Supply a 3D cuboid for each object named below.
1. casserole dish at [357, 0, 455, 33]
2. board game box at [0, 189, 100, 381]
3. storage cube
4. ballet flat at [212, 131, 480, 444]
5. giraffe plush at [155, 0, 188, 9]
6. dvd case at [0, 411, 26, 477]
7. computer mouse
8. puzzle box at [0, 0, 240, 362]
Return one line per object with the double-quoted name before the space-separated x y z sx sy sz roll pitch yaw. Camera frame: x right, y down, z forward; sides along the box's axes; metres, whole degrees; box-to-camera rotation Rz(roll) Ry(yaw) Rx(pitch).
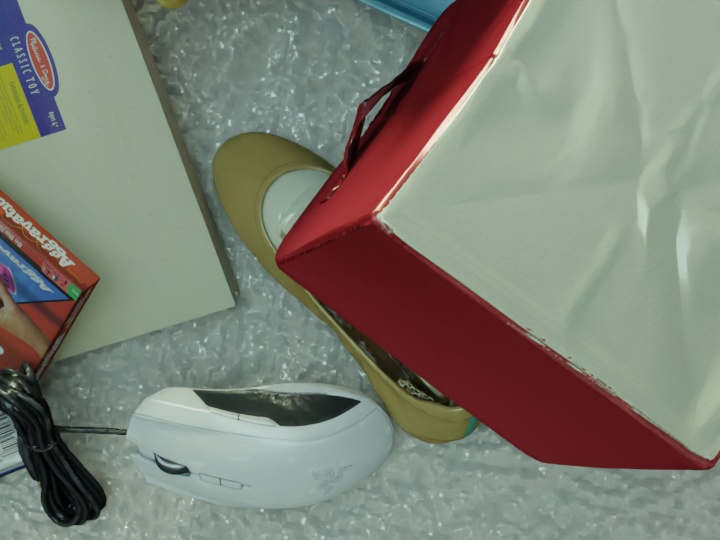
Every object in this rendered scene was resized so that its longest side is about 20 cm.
"casserole dish" 0.028 -0.192 0.840 0.200 0.039 0.121 26 93 7
"board game box" -0.231 -0.025 0.832 0.200 0.019 0.103 41 128 6
"storage cube" 0.094 -0.028 0.719 0.200 0.180 0.171 37 77 -8
"ballet flat" 0.000 0.000 0.826 0.069 0.063 0.200 -40 86 -16
"giraffe plush" -0.121 -0.210 0.749 0.200 0.172 0.162 -16 67 48
"dvd case" -0.289 0.070 0.888 0.200 0.025 0.150 -22 86 6
"computer mouse" -0.083 0.093 0.826 0.200 0.044 0.110 -1 131 5
"puzzle box" -0.157 -0.055 0.837 0.133 0.025 0.200 -16 107 8
